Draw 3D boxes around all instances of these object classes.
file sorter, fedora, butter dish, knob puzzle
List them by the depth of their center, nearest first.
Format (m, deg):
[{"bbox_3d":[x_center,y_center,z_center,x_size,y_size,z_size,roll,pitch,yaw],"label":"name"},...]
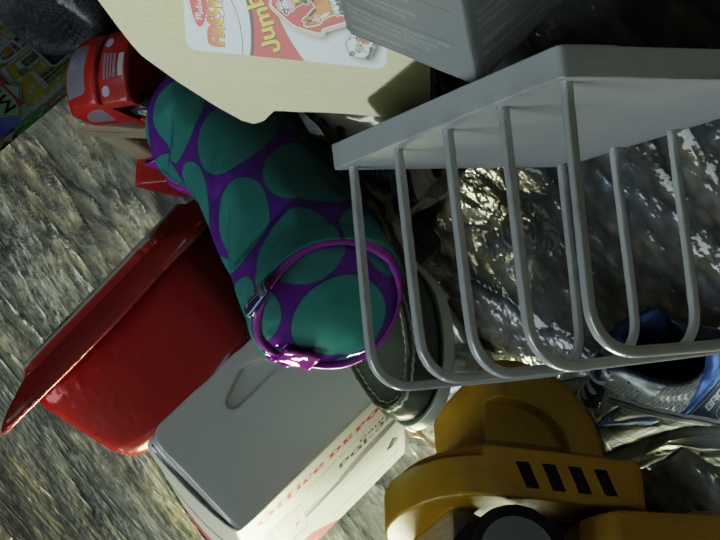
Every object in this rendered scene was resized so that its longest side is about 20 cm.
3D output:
[{"bbox_3d":[0.097,-0.017,0.703,0.200,0.138,0.125,-16,79,62],"label":"file sorter"},{"bbox_3d":[-0.057,-0.170,0.770,0.218,0.030,0.221,9,121,15],"label":"knob puzzle"},{"bbox_3d":[-0.183,-0.192,0.982,0.200,0.092,0.201,36,154,21],"label":"fedora"},{"bbox_3d":[-0.125,0.057,1.084,0.148,0.199,0.200,43,-170,-7],"label":"butter dish"}]

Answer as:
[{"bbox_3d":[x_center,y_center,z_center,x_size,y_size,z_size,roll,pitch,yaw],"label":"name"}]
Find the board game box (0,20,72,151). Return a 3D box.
[{"bbox_3d":[-0.277,-0.191,1.085,0.200,0.135,0.029,44,155,3],"label":"board game box"}]

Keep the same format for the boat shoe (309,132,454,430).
[{"bbox_3d":[-0.002,0.002,0.887,0.060,0.072,0.202,19,-141,-38],"label":"boat shoe"}]

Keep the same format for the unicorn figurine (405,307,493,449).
[{"bbox_3d":[0.060,0.079,1.054,0.137,0.074,0.200,39,170,11],"label":"unicorn figurine"}]

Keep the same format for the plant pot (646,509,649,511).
[{"bbox_3d":[0.108,0.171,1.015,0.201,0.200,0.093,-13,84,62],"label":"plant pot"}]

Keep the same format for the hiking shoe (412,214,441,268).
[{"bbox_3d":[-0.028,-0.024,1.013,0.101,0.076,0.200,51,156,-19],"label":"hiking shoe"}]

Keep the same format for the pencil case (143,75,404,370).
[{"bbox_3d":[-0.053,-0.035,0.847,0.085,0.093,0.200,27,-159,-40],"label":"pencil case"}]

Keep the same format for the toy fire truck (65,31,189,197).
[{"bbox_3d":[-0.132,-0.098,1.006,0.140,0.049,0.200,-4,167,34],"label":"toy fire truck"}]

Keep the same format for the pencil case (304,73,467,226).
[{"bbox_3d":[-0.013,-0.120,0.842,0.200,0.078,0.089,50,166,-8],"label":"pencil case"}]

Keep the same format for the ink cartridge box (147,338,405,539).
[{"bbox_3d":[-0.047,0.115,1.010,0.083,0.146,0.200,43,166,16],"label":"ink cartridge box"}]

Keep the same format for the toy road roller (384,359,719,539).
[{"bbox_3d":[0.110,0.132,0.839,0.199,0.147,0.123,8,151,-18],"label":"toy road roller"}]

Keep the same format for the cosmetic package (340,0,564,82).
[{"bbox_3d":[0.036,-0.190,0.632,0.090,0.107,0.201,26,147,36],"label":"cosmetic package"}]

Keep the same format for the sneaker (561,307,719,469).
[{"bbox_3d":[0.156,0.058,0.854,0.085,0.077,0.200,49,145,-19],"label":"sneaker"}]
